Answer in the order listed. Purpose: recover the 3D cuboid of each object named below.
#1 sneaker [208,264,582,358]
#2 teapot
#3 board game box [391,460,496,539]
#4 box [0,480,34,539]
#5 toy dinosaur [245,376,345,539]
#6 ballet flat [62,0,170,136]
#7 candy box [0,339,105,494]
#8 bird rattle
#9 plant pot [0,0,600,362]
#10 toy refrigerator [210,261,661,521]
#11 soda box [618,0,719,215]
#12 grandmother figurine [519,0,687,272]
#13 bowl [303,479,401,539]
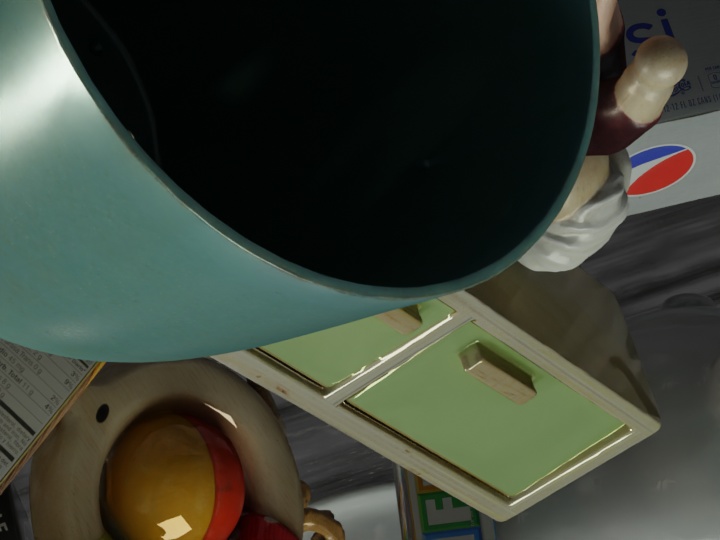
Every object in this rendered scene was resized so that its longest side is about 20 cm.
[{"bbox_3d":[0.000,0.000,1.036,0.199,0.071,0.075,-7,-163,-37],"label":"sneaker"},{"bbox_3d":[0.145,0.082,1.227,0.199,0.147,0.197,-13,151,27],"label":"teapot"},{"bbox_3d":[0.037,0.121,1.172,0.034,0.201,0.135,-7,153,-2],"label":"board game box"},{"bbox_3d":[-0.230,0.194,1.222,0.199,0.149,0.124,-14,153,-4],"label":"box"},{"bbox_3d":[-0.057,0.108,1.256,0.106,0.061,0.200,6,146,-36],"label":"toy dinosaur"},{"bbox_3d":[-0.147,-0.037,0.889,0.199,0.069,0.068,-17,-176,3],"label":"ballet flat"},{"bbox_3d":[-0.173,0.086,1.010,0.115,0.055,0.200,-42,-170,42],"label":"candy box"},{"bbox_3d":[-0.069,0.114,1.142,0.199,0.164,0.113,-1,172,-30],"label":"bird rattle"},{"bbox_3d":[-0.059,-0.065,0.769,0.200,0.202,0.161,7,158,-40],"label":"plant pot"},{"bbox_3d":[0.018,0.017,0.943,0.076,0.070,0.200,-32,142,20],"label":"toy refrigerator"},{"bbox_3d":[0.062,-0.056,0.989,0.199,0.069,0.064,-13,151,-7],"label":"soda box"},{"bbox_3d":[0.060,-0.083,0.874,0.060,0.121,0.201,-14,133,-12],"label":"grandmother figurine"},{"bbox_3d":[0.008,0.189,1.420,0.200,0.091,0.201,-13,155,-6],"label":"bowl"}]
